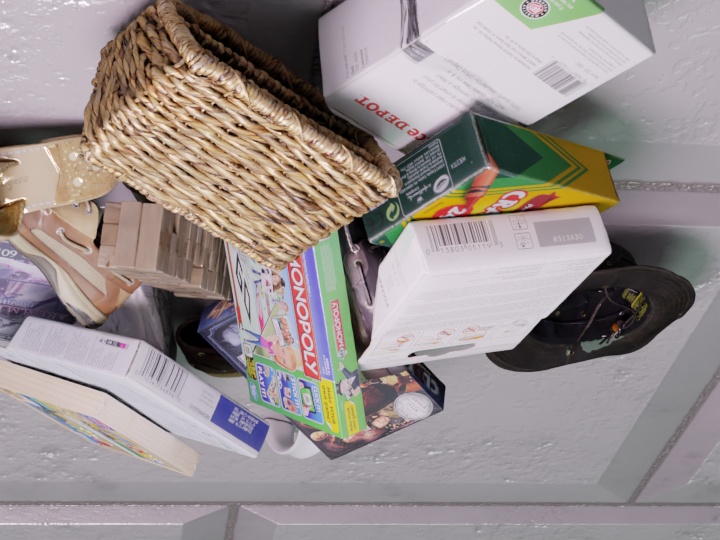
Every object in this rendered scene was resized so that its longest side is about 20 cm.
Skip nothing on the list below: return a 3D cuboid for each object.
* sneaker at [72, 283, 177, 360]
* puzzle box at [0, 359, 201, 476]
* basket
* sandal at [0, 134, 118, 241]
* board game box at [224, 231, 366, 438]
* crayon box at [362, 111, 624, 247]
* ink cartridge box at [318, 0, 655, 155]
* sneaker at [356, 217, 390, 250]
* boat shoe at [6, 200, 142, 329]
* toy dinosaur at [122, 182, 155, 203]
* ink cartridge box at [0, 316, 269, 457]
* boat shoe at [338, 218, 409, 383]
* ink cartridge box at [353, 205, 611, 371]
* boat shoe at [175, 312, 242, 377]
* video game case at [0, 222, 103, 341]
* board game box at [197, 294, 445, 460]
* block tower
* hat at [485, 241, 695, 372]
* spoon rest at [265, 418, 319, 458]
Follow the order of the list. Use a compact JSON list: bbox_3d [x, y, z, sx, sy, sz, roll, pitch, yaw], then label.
[{"bbox_3d":[-0.226,0.055,1.430,0.099,0.078,0.200,1,146,-2],"label":"sneaker"},{"bbox_3d":[-0.249,0.141,1.451,0.133,0.025,0.200,13,163,27],"label":"puzzle box"},{"bbox_3d":[-0.078,-0.120,1.111,0.200,0.143,0.149,31,137,-28],"label":"basket"},{"bbox_3d":[-0.282,-0.057,1.179,0.211,0.070,0.078,-19,106,-18],"label":"sandal"},{"bbox_3d":[-0.059,0.030,1.281,0.029,0.201,0.134,-20,-158,-33],"label":"board game box"},{"bbox_3d":[0.111,-0.056,1.193,0.200,0.051,0.127,8,149,-46],"label":"crayon box"},{"bbox_3d":[0.087,-0.170,1.112,0.200,0.085,0.146,-28,143,32],"label":"ink cartridge box"},{"bbox_3d":[0.030,-0.037,1.324,0.079,0.074,0.200,15,143,-19],"label":"sneaker"},{"bbox_3d":[-0.254,-0.039,1.285,0.074,0.076,0.200,-34,129,-1],"label":"boat shoe"},{"bbox_3d":[-0.151,-0.083,1.242,0.102,0.077,0.200,20,172,-28],"label":"toy dinosaur"},{"bbox_3d":[-0.212,0.101,1.386,0.200,0.043,0.196,11,162,37],"label":"ink cartridge box"},{"bbox_3d":[0.000,0.000,1.290,0.065,0.072,0.201,-7,107,8],"label":"boat shoe"},{"bbox_3d":[0.086,0.016,1.226,0.161,0.050,0.200,-6,159,-21],"label":"ink cartridge box"},{"bbox_3d":[-0.077,0.061,1.458,0.199,0.071,0.070,-12,150,12],"label":"boat shoe"},{"bbox_3d":[-0.320,0.007,1.396,0.143,0.019,0.200,10,144,-21],"label":"video game case"},{"bbox_3d":[-0.034,0.082,1.406,0.135,0.035,0.200,-27,122,28],"label":"board game box"},{"bbox_3d":[-0.158,-0.015,1.277,0.054,0.058,0.200,5,172,13],"label":"block tower"},{"bbox_3d":[0.203,0.018,1.424,0.200,0.081,0.201,-9,153,-5],"label":"hat"},{"bbox_3d":[-0.036,0.145,1.604,0.099,0.061,0.200,16,142,-29],"label":"spoon rest"}]
